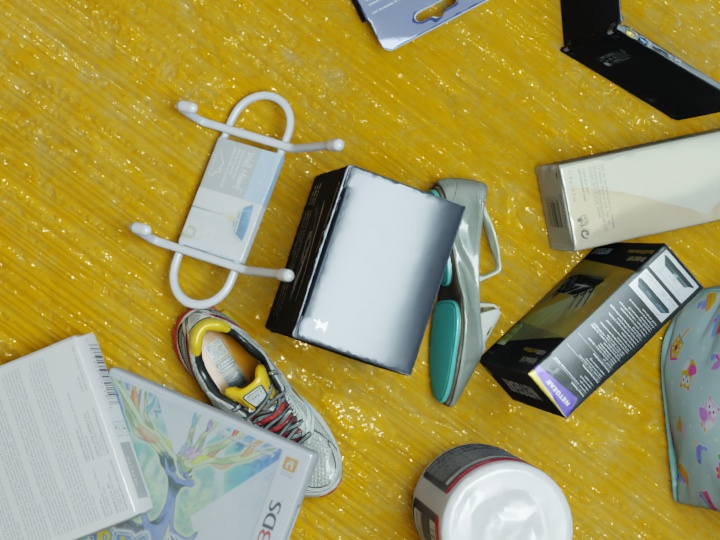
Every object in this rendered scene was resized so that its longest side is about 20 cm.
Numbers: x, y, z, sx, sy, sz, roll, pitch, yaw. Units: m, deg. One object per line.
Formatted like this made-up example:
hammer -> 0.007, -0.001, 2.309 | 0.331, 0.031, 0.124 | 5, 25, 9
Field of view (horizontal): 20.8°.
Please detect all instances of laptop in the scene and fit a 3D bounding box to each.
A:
laptop -> 0.243, -0.231, 1.677 | 0.199, 0.187, 0.116 | 30, 87, -8

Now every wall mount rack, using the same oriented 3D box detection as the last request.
wall mount rack -> -0.097, -0.062, 1.653 | 0.173, 0.075, 0.201 | 17, 81, 25

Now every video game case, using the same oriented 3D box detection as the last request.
video game case -> -0.154, 0.202, 1.661 | 0.199, 0.022, 0.183 | 21, 94, 17

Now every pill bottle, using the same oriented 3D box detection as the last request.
pill bottle -> 0.104, 0.205, 1.657 | 0.110, 0.200, 0.111 | 0, 92, -8

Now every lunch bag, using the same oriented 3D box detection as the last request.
lunch bag -> 0.341, 0.108, 1.707 | 0.121, 0.170, 0.201 | -3, 90, -14

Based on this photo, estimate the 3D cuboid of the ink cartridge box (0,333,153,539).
ink cartridge box -> -0.292, 0.162, 1.667 | 0.199, 0.050, 0.162 | -22, 83, 15

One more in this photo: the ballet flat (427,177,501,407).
ballet flat -> 0.095, 0.019, 1.723 | 0.063, 0.067, 0.201 | -3, 92, -19

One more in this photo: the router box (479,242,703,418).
router box -> 0.191, 0.047, 1.668 | 0.157, 0.200, 0.052 | -43, 96, -6

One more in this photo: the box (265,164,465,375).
box -> 0.000, 0.000, 1.638 | 0.104, 0.200, 0.149 | 19, 88, -9

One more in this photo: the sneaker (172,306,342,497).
sneaker -> -0.090, 0.118, 1.687 | 0.078, 0.082, 0.200 | -42, 97, -6

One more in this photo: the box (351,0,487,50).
box -> 0.025, -0.304, 1.722 | 0.121, 0.032, 0.201 | -27, 93, -7

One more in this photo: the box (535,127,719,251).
box -> 0.265, -0.075, 1.731 | 0.199, 0.095, 0.078 | -12, 93, -7
